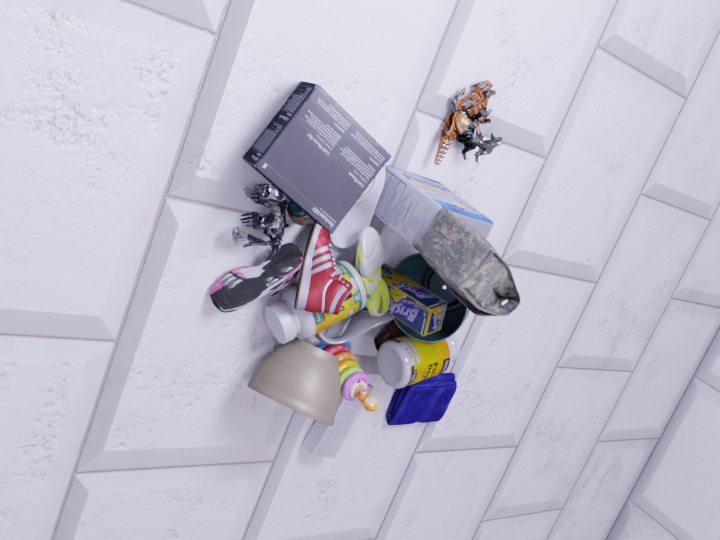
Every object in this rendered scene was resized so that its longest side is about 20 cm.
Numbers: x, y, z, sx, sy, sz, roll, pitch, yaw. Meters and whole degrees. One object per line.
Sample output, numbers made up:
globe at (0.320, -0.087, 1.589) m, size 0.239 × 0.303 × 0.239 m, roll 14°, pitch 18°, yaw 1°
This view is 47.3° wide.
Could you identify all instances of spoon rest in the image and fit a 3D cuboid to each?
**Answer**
spoon rest at (-0.002, -0.137, 1.690) m, size 0.098 × 0.060 × 0.203 m, roll 12°, pitch 107°, yaw -44°
spoon rest at (-0.017, 0.122, 1.817) m, size 0.196 × 0.099 × 0.062 m, roll -9°, pitch 93°, yaw -28°

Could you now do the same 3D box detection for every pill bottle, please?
pill bottle at (-0.094, 0.069, 1.701) m, size 0.197 × 0.112 × 0.115 m, roll -26°, pitch 131°, yaw -25°
pill bottle at (0.139, 0.198, 1.910) m, size 0.197 × 0.109 × 0.111 m, roll -13°, pitch 124°, yaw -40°

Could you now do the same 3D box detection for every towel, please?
towel at (0.164, 0.339, 2.144) m, size 0.197 × 0.049 × 0.150 m, roll 5°, pitch 112°, yaw -43°

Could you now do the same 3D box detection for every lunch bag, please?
lunch bag at (0.216, -0.001, 1.599) m, size 0.118 × 0.164 × 0.200 m, roll -45°, pitch 139°, yaw 4°

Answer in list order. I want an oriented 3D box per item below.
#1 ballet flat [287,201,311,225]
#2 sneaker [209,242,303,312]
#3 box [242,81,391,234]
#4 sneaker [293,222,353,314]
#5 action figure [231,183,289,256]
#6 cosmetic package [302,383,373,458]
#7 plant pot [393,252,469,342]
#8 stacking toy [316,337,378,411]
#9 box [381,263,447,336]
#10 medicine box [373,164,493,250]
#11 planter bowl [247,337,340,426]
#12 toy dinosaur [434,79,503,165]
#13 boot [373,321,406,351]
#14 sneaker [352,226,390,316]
ballet flat at (-0.062, -0.164, 1.626) m, size 0.200 × 0.068 × 0.075 m, roll -43°, pitch 157°, yaw -6°
sneaker at (-0.196, 0.031, 1.618) m, size 0.197 × 0.081 × 0.087 m, roll -25°, pitch 157°, yaw -12°
box at (-0.080, -0.207, 1.504) m, size 0.199 × 0.104 × 0.183 m, roll 40°, pitch 87°, yaw -26°
sneaker at (-0.061, -0.009, 1.639) m, size 0.110 × 0.071 × 0.205 m, roll 13°, pitch 73°, yaw -6°
action figure at (-0.183, -0.101, 1.527) m, size 0.200 × 0.100 × 0.122 m, roll 98°, pitch 3°, yaw -79°
cosmetic package at (-0.054, 0.345, 1.956) m, size 0.082 × 0.050 × 0.203 m, roll 22°, pitch 100°, yaw -48°
plant pot at (0.175, 0.049, 1.886) m, size 0.134 × 0.198 × 0.204 m, roll -20°, pitch 133°, yaw -61°
stacking toy at (-0.025, 0.246, 1.809) m, size 0.114 × 0.199 × 0.112 m, roll -8°, pitch 122°, yaw -36°
box at (0.093, 0.061, 1.791) m, size 0.064 × 0.198 × 0.071 m, roll -15°, pitch 126°, yaw -43°
medicine box at (0.144, -0.118, 1.726) m, size 0.180 × 0.200 × 0.104 m, roll 11°, pitch 114°, yaw -44°
planter bowl at (-0.122, 0.222, 1.730) m, size 0.199 × 0.198 × 0.137 m, roll 34°, pitch 77°, yaw -47°
toy dinosaur at (0.225, -0.312, 1.777) m, size 0.199 × 0.103 × 0.136 m, roll -40°, pitch 123°, yaw 11°
boot at (0.125, 0.168, 2.011) m, size 0.199 × 0.068 × 0.191 m, roll -38°, pitch 128°, yaw -26°
sneaker at (0.000, 0.000, 1.754) m, size 0.075 × 0.104 × 0.204 m, roll -27°, pitch 118°, yaw -40°
